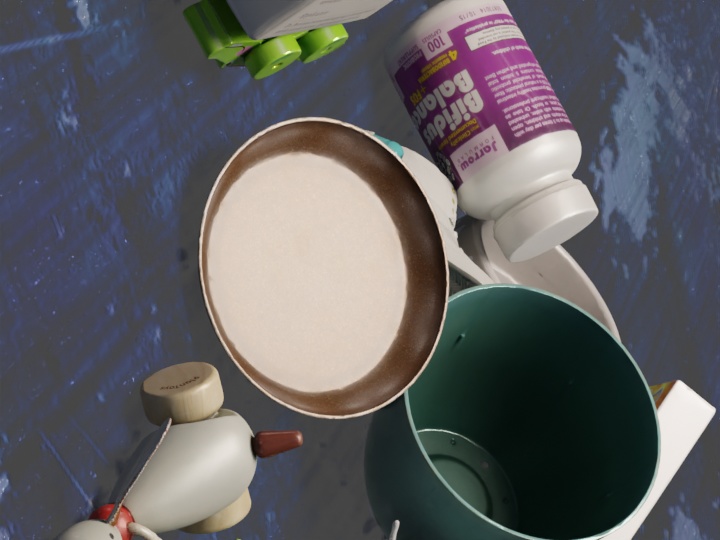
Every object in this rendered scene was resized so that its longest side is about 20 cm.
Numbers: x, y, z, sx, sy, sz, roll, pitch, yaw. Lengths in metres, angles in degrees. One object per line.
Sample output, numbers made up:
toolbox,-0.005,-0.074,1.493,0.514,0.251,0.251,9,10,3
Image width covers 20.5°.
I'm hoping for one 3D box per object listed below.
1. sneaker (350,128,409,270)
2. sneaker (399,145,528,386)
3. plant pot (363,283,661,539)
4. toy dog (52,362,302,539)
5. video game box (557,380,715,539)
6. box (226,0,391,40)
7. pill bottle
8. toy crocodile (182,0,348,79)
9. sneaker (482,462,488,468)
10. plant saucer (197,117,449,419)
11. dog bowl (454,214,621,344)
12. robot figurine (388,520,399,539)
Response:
sneaker,0.000,0.000,1.412,0.077,0.079,0.202,-35,125,-64
sneaker,0.069,-0.012,1.533,0.200,0.073,0.116,49,30,-12
plant pot,0.092,0.136,1.442,0.199,0.161,0.202,12,56,-19
toy dog,-0.098,0.131,1.135,0.201,0.096,0.132,-72,145,-45
video game box,0.178,0.184,1.568,0.047,0.182,0.200,39,74,-8
box,-0.032,-0.274,1.306,0.201,0.130,0.199,61,24,1
pill bottle,0.108,-0.113,1.589,0.201,0.112,0.112,62,20,14
toy crocodile,-0.065,-0.167,1.361,0.068,0.062,0.200,59,26,2
sneaker,0.134,0.143,1.710,0.099,0.077,0.201,-71,151,-66
plant saucer,-0.028,-0.001,1.325,0.199,0.032,0.202,6,80,-34
dog bowl,0.137,0.031,1.638,0.200,0.059,0.201,38,27,-23
robot figurine,0.023,0.267,1.346,0.169,0.113,0.201,-32,117,-28
